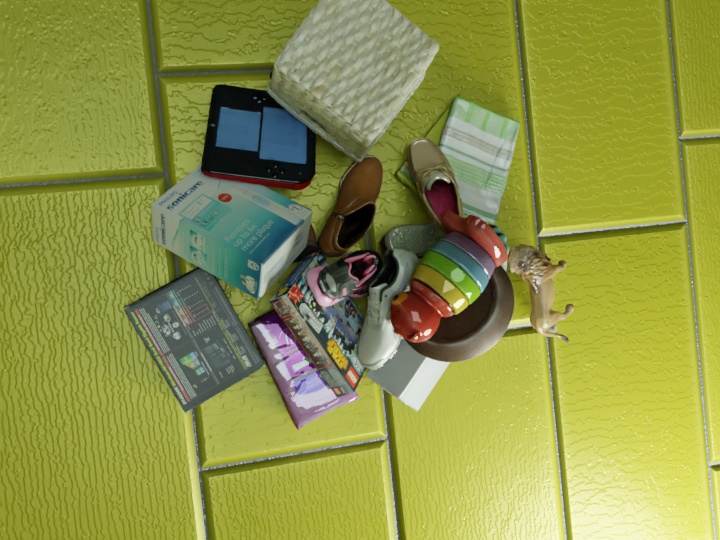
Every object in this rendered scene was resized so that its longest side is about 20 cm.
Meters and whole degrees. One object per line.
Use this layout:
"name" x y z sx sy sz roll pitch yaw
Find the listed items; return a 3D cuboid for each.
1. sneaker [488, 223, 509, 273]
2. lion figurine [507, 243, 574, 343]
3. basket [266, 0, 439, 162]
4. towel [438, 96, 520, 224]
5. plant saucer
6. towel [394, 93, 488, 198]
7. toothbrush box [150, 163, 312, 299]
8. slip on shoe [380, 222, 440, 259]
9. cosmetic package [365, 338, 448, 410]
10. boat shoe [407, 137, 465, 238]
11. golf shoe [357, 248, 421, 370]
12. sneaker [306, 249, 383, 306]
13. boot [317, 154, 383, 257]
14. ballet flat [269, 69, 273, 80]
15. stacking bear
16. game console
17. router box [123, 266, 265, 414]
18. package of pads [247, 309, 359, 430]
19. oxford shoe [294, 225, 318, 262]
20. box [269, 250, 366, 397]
"sneaker" 0.229 0.028 1.185 0.078 0.140 0.200 -2 59 11
"lion figurine" 0.329 0.046 1.206 0.122 0.072 0.200 -11 86 -46
"basket" -0.011 -0.312 1.030 0.198 0.161 0.200 37 84 -7
"towel" 0.209 -0.199 1.207 0.149 0.031 0.200 17 88 -20
"plant saucer" 0.148 0.048 1.081 0.200 0.034 0.200 -9 63 18
"towel" 0.152 -0.222 1.212 0.086 0.018 0.200 41 81 -16
"toothbrush box" -0.198 -0.069 1.028 0.200 0.085 0.146 28 48 13
"slip on shoe" 0.125 -0.049 1.185 0.200 0.061 0.074 -1 83 -26
"cosmetic package" 0.108 0.131 1.143 0.081 0.113 0.200 32 80 31
"boat shoe" 0.134 -0.147 1.135 0.074 0.069 0.200 -22 76 3
"golf shoe" 0.031 0.056 1.058 0.097 0.078 0.200 29 81 -49
"sneaker" 0.000 0.000 1.076 0.095 0.200 0.079 -29 89 30
"boot" -0.006 -0.112 1.101 0.077 0.155 0.200 36 82 -11
"ballet flat" -0.056 -0.348 1.141 0.200 0.073 0.073 -2 91 -7
"stacking bear" 0.123 0.022 1.015 0.114 0.121 0.200 44 81 -25
"game console" -0.160 -0.221 1.080 0.177 0.031 0.200 8 55 -14
"router box" -0.269 0.108 1.087 0.150 0.062 0.200 -29 97 -12
"package of pads" -0.096 0.153 1.123 0.120 0.076 0.200 -25 96 -15
"oxford shoe" -0.174 -0.049 1.119 0.200 0.071 0.071 -5 61 -11
"box" -0.052 0.085 1.075 0.200 0.040 0.137 57 34 -19
